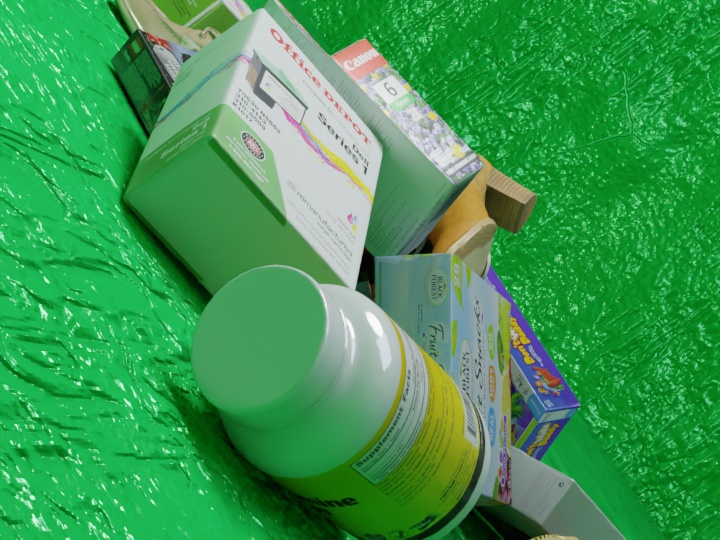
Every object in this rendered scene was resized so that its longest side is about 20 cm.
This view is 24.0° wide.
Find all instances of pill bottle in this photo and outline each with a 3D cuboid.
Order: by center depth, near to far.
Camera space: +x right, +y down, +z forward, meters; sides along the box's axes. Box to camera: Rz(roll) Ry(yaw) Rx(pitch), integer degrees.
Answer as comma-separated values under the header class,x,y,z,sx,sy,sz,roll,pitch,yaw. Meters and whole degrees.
class,x,y,z,sx,sy,sz,roll,pitch,yaw
pill bottle,-0.011,0.078,0.964,0.200,0.112,0.113,45,12,-52

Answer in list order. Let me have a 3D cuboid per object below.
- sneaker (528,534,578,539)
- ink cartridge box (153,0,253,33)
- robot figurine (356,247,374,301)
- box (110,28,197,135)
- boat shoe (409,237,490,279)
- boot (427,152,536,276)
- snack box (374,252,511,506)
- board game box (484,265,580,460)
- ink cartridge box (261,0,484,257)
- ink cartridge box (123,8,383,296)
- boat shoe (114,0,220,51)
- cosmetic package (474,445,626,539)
class,x,y,z,sx,sy,sz,roll,pitch,yaw
sneaker,0.135,0.252,1.273,0.200,0.074,0.091,13,57,-64
ink cartridge box,-0.127,-0.206,1.648,0.201,0.076,0.148,57,8,31
robot figurine,0.000,0.000,1.375,0.145,0.058,0.201,69,6,-54
box,-0.099,-0.089,1.303,0.136,0.040,0.201,18,35,-51
boat shoe,0.027,-0.024,1.545,0.199,0.067,0.057,18,3,41
boot,0.055,-0.053,1.465,0.143,0.071,0.201,26,33,16
snack box,0.066,0.090,1.297,0.200,0.067,0.170,31,57,-68
board game box,0.115,0.096,1.619,0.044,0.135,0.201,-5,50,-35
ink cartridge box,-0.010,-0.112,1.288,0.200,0.109,0.050,47,44,8
ink cartridge box,-0.066,-0.068,1.155,0.145,0.084,0.201,48,26,-21
boat shoe,-0.137,-0.183,1.502,0.200,0.065,0.072,48,9,-6
cosmetic package,0.159,0.216,1.465,0.150,0.052,0.200,29,-14,47
